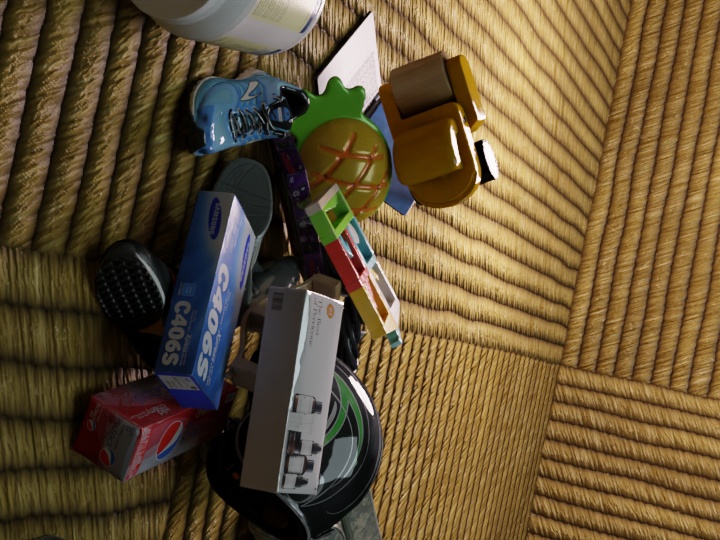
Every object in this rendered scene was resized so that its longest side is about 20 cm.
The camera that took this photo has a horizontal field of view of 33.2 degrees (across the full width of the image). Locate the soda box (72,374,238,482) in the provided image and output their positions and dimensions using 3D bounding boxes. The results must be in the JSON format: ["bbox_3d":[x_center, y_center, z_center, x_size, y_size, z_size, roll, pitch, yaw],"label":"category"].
[{"bbox_3d":[-0.211,0.153,1.265,0.064,0.069,0.199,-66,162,15],"label":"soda box"}]

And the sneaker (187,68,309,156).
[{"bbox_3d":[-0.121,-0.177,1.325,0.200,0.089,0.080,-42,137,-55],"label":"sneaker"}]

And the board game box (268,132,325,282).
[{"bbox_3d":[-0.076,-0.070,1.478,0.121,0.032,0.202,-108,-173,-50],"label":"board game box"}]

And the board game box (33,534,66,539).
[{"bbox_3d":[-0.247,0.308,1.089,0.147,0.197,0.065,-2,102,-67],"label":"board game box"}]

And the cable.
[{"bbox_3d":[-0.025,0.041,1.555,0.200,0.050,0.166,-127,-148,-62],"label":"cable"}]

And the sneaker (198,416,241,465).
[{"bbox_3d":[-0.131,0.228,1.505,0.199,0.075,0.080,-4,132,-53],"label":"sneaker"}]

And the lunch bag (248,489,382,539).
[{"bbox_3d":[-0.071,0.363,1.647,0.168,0.138,0.202,-42,139,-32],"label":"lunch bag"}]

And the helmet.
[{"bbox_3d":[-0.069,0.187,1.371,0.191,0.198,0.202,-52,147,-29],"label":"helmet"}]

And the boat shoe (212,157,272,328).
[{"bbox_3d":[-0.147,-0.027,1.355,0.065,0.073,0.205,149,-51,-64],"label":"boat shoe"}]

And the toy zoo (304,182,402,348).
[{"bbox_3d":[0.000,0.000,1.421,0.202,0.020,0.131,62,14,-8],"label":"toy zoo"}]

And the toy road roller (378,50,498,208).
[{"bbox_3d":[0.094,-0.182,1.582,0.146,0.121,0.203,-16,88,-69],"label":"toy road roller"}]

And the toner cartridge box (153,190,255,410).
[{"bbox_3d":[-0.156,0.030,1.232,0.095,0.042,0.203,72,25,-62],"label":"toner cartridge box"}]

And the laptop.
[{"bbox_3d":[0.035,-0.218,1.656,0.188,0.114,0.202,-57,149,-44],"label":"laptop"}]

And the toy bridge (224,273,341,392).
[{"bbox_3d":[-0.093,0.060,1.303,0.200,0.066,0.028,-48,151,-49],"label":"toy bridge"}]

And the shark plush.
[{"bbox_3d":[-0.095,0.029,1.397,0.200,0.082,0.092,-131,-144,-71],"label":"shark plush"}]

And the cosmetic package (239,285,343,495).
[{"bbox_3d":[-0.067,0.124,1.233,0.082,0.050,0.204,21,75,-62],"label":"cosmetic package"}]

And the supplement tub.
[{"bbox_3d":[-0.131,-0.293,1.175,0.199,0.143,0.148,-7,107,-67],"label":"supplement tub"}]

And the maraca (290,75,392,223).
[{"bbox_3d":[-0.029,-0.147,1.537,0.135,0.107,0.202,-24,121,-12],"label":"maraca"}]

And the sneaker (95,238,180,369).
[{"bbox_3d":[-0.212,0.019,1.237,0.201,0.069,0.091,74,21,-50],"label":"sneaker"}]
